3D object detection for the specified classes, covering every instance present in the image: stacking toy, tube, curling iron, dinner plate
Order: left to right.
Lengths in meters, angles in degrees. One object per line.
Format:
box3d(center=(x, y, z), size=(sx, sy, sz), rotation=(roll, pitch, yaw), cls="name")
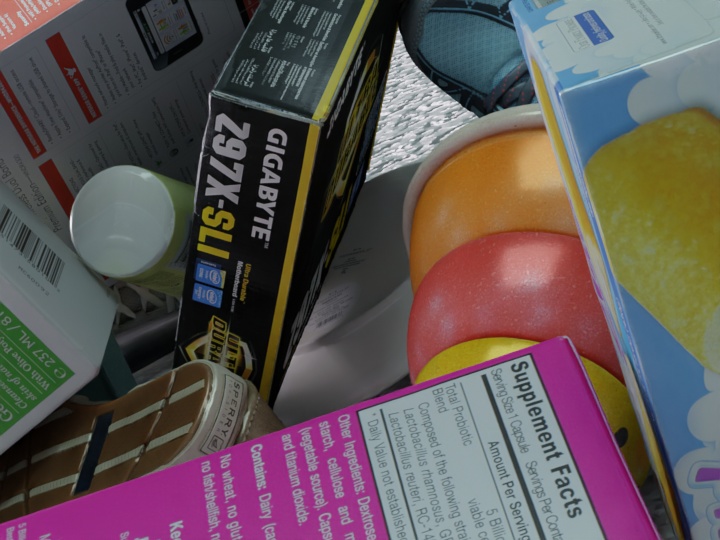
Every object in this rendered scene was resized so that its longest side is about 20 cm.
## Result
box3d(center=(-0.140, 0.055, 0.871), size=(0.200, 0.026, 0.050), rotation=(-23, 5, 12), cls="curling iron")
box3d(center=(-0.081, -0.012, 0.871), size=(0.058, 0.052, 0.200), rotation=(-1, -6, 16), cls="tube")
box3d(center=(0.000, 0.000, 0.839), size=(0.200, 0.024, 0.200), rotation=(-31, 25, 17), cls="dinner plate")
box3d(center=(0.064, 0.051, 0.632), size=(0.146, 0.146, 0.200), rotation=(-8, 42, 30), cls="stacking toy")

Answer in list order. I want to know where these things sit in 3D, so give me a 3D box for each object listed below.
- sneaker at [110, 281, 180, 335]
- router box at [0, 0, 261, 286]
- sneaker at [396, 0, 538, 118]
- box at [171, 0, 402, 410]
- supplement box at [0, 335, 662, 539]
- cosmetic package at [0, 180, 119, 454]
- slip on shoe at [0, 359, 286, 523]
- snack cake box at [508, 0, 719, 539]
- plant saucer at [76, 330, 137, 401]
box3d(center=(-0.126, 0.005, 0.963), size=(0.092, 0.076, 0.200), rotation=(0, 28, 33), cls="sneaker")
box3d(center=(-0.107, -0.089, 0.848), size=(0.179, 0.200, 0.049), rotation=(-34, 61, -10), cls="router box")
box3d(center=(0.107, -0.070, 0.786), size=(0.079, 0.200, 0.096), rotation=(-56, 13, 24), cls="sneaker")
box3d(center=(-0.026, -0.057, 0.768), size=(0.049, 0.160, 0.200), rotation=(17, 38, 3), cls="box")
box3d(center=(-0.012, 0.113, 0.490), size=(0.200, 0.101, 0.103), rotation=(-18, 35, 2), cls="supplement box")
box3d(center=(-0.214, 0.052, 0.767), size=(0.200, 0.108, 0.085), rotation=(-41, 17, 13), cls="cosmetic package")
box3d(center=(-0.098, 0.086, 0.743), size=(0.200, 0.061, 0.076), rotation=(-23, 43, 45), cls="slip on shoe")
box3d(center=(0.108, 0.014, 0.520), size=(0.067, 0.200, 0.115), rotation=(-18, 19, 4), cls="snack cake box")
box3d(center=(-0.203, 0.080, 0.839), size=(0.200, 0.070, 0.019), rotation=(-17, 32, 6), cls="plant saucer")
